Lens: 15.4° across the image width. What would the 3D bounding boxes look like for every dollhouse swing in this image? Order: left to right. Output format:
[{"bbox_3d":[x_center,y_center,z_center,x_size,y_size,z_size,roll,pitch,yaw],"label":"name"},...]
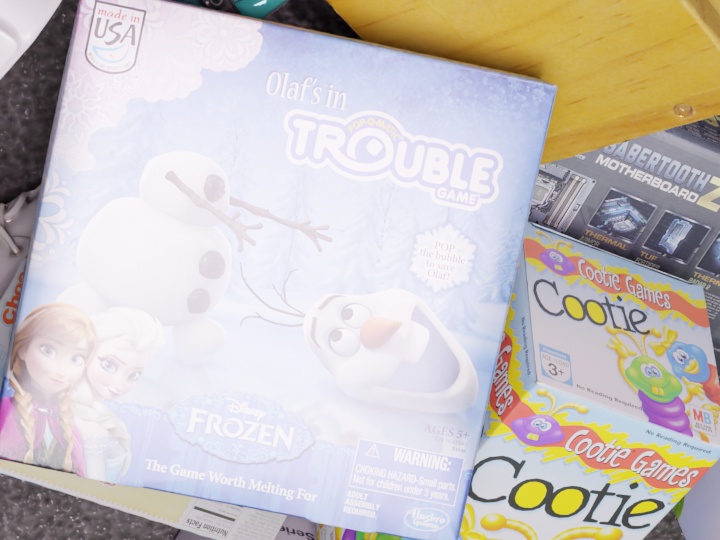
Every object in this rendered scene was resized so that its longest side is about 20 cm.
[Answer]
[{"bbox_3d":[0.090,-0.185,1.125,0.181,0.176,0.200,-15,137,35],"label":"dollhouse swing"}]

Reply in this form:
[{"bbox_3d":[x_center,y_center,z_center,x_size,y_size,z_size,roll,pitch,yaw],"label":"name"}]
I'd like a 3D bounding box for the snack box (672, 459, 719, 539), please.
[{"bbox_3d":[0.236,0.075,1.288,0.068,0.169,0.200,18,120,-23],"label":"snack box"}]

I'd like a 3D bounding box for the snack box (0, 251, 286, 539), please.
[{"bbox_3d":[-0.088,0.053,1.202,0.200,0.037,0.116,25,95,-49],"label":"snack box"}]

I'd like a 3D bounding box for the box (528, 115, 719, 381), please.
[{"bbox_3d":[0.118,-0.011,1.277,0.200,0.051,0.158,20,119,-22],"label":"box"}]

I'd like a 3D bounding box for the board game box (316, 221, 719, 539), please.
[{"bbox_3d":[0.070,0.090,1.246,0.105,0.103,0.200,19,131,-21],"label":"board game box"}]

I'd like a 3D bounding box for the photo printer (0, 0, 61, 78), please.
[{"bbox_3d":[-0.239,-0.123,1.076,0.200,0.070,0.166,38,132,-13],"label":"photo printer"}]

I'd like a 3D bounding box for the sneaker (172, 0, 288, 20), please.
[{"bbox_3d":[-0.093,-0.142,1.130,0.200,0.084,0.121,-17,116,0],"label":"sneaker"}]

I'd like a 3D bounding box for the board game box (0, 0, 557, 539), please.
[{"bbox_3d":[-0.037,-0.002,1.101,0.200,0.043,0.199,11,95,-7],"label":"board game box"}]

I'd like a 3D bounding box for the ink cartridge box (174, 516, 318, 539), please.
[{"bbox_3d":[-0.043,0.206,1.376,0.146,0.083,0.200,18,120,-21],"label":"ink cartridge box"}]

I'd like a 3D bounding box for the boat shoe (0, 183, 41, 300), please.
[{"bbox_3d":[-0.154,0.001,1.225,0.066,0.072,0.200,17,128,-26],"label":"boat shoe"}]
